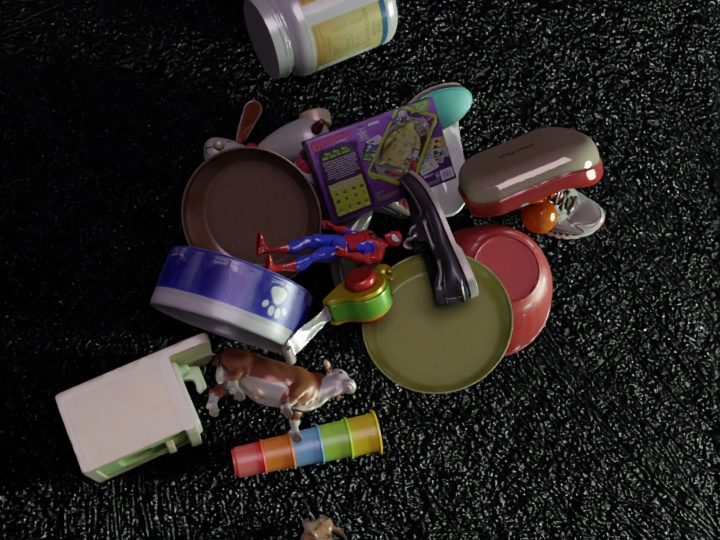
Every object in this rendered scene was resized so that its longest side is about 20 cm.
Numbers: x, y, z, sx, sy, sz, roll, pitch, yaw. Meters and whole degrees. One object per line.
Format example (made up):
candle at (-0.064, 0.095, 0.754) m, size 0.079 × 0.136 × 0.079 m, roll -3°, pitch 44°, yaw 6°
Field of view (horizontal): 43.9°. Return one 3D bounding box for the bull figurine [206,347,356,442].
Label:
bull figurine at (-0.108, 0.160, 1.193) m, size 0.198 × 0.066 × 0.122 m, roll 13°, pitch 29°, yaw 4°

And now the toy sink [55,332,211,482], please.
toy sink at (-0.266, 0.181, 1.143) m, size 0.198 × 0.130 × 0.113 m, roll -23°, pitch 77°, yaw -15°

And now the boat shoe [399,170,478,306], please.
boat shoe at (0.087, -0.043, 1.181) m, size 0.062 × 0.073 × 0.201 m, roll -24°, pitch 67°, yaw -3°

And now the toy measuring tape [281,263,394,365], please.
toy measuring tape at (-0.015, 0.054, 1.132) m, size 0.073 × 0.074 × 0.200 m, roll 42°, pitch 54°, yaw 6°

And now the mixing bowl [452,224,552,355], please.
mixing bowl at (0.192, 0.013, 1.271) m, size 0.198 × 0.108 × 0.202 m, roll 2°, pitch 72°, yaw -6°

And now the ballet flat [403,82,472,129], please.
ballet flat at (0.069, -0.217, 1.292) m, size 0.199 × 0.062 × 0.068 m, roll -31°, pitch 117°, yaw -16°

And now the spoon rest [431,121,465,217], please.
spoon rest at (0.118, -0.175, 1.340) m, size 0.098 × 0.061 × 0.202 m, roll 10°, pitch 70°, yaw -16°

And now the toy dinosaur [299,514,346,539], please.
toy dinosaur at (-0.071, 0.418, 1.125) m, size 0.134 × 0.086 × 0.202 m, roll -3°, pitch 79°, yaw -16°

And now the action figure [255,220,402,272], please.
action figure at (-0.035, -0.033, 1.178) m, size 0.198 × 0.052 × 0.066 m, roll -6°, pitch 42°, yaw -25°

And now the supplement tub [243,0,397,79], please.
supplement tub at (-0.060, -0.380, 1.337) m, size 0.199 × 0.145 × 0.146 m, roll -25°, pitch 78°, yaw -15°

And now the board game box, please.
board game box at (0.028, -0.152, 1.233) m, size 0.198 × 0.032 × 0.121 m, roll -22°, pitch 106°, yaw -18°

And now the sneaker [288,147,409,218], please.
sneaker at (-0.012, -0.117, 1.295) m, size 0.198 × 0.075 × 0.081 m, roll 17°, pitch 35°, yaw -23°

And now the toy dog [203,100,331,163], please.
toy dog at (-0.121, -0.186, 1.294) m, size 0.199 × 0.096 × 0.133 m, roll -28°, pitch 78°, yaw -15°

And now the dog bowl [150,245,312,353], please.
dog bowl at (-0.166, 0.040, 1.158) m, size 0.198 × 0.200 × 0.080 m, roll 18°, pitch 79°, yaw -2°

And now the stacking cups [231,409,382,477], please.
stacking cups at (-0.071, 0.240, 1.194) m, size 0.198 × 0.061 × 0.061 m, roll -13°, pitch 75°, yaw -8°

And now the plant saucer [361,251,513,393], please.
plant saucer at (0.102, 0.071, 1.178) m, size 0.198 × 0.031 × 0.202 m, roll -4°, pitch 63°, yaw 8°

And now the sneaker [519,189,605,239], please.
sneaker at (0.272, -0.110, 1.333) m, size 0.198 × 0.082 × 0.078 m, roll 22°, pitch 71°, yaw -1°

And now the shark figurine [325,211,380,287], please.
shark figurine at (-0.005, 0.022, 1.245) m, size 0.127 × 0.090 × 0.216 m, roll -21°, pitch 93°, yaw 5°

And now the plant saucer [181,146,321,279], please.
plant saucer at (-0.149, -0.076, 1.245) m, size 0.198 × 0.037 × 0.202 m, roll 2°, pitch 109°, yaw 6°

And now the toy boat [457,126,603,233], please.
toy boat at (0.243, -0.112, 1.251) m, size 0.198 × 0.131 × 0.132 m, roll -21°, pitch 118°, yaw 4°
